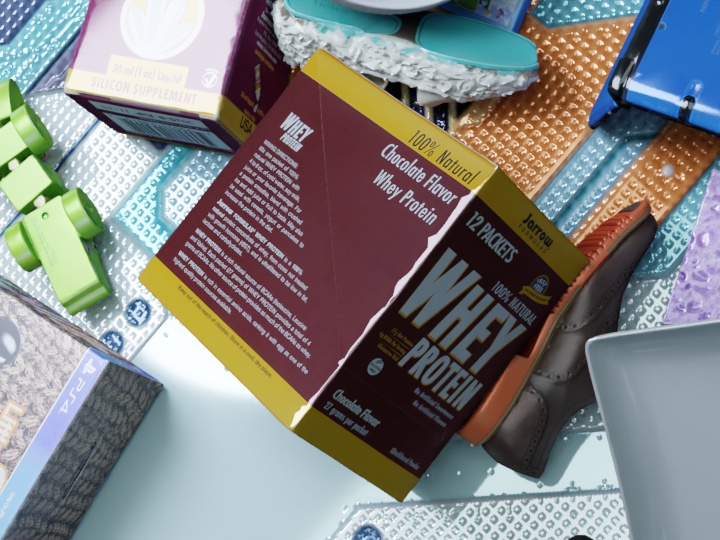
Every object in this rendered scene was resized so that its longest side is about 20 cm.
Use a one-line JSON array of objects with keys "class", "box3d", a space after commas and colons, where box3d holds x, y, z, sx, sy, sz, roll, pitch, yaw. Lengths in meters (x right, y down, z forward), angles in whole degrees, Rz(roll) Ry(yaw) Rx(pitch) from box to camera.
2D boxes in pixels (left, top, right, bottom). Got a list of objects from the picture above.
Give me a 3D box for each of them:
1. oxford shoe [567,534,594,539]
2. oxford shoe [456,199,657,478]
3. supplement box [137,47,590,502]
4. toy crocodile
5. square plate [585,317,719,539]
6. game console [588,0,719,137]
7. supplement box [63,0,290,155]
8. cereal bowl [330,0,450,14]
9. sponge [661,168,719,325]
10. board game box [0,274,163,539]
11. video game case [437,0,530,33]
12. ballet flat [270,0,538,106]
[{"class": "oxford shoe", "box3d": [0.158, 0.273, 1.030, 0.071, 0.071, 0.202, -37, 66, 35]}, {"class": "oxford shoe", "box3d": [0.146, 0.045, 1.090, 0.072, 0.071, 0.201, 36, 87, -5]}, {"class": "supplement box", "box3d": [0.000, 0.000, 1.067, 0.201, 0.133, 0.197, -52, 47, 0]}, {"class": "toy crocodile", "box3d": [-0.244, -0.058, 1.234, 0.067, 0.062, 0.201, -34, 74, 6]}, {"class": "square plate", "box3d": [0.255, 0.115, 1.006, 0.196, 0.028, 0.202, -11, 105, 17]}, {"class": "game console", "box3d": [0.244, -0.174, 1.062, 0.170, 0.118, 0.202, 24, 85, 30]}, {"class": "supplement box", "box3d": [-0.117, -0.198, 1.201, 0.129, 0.103, 0.202, 10, 79, 20]}, {"class": "cereal bowl", "box3d": [0.014, -0.276, 1.135, 0.197, 0.083, 0.203, -1, 94, -12]}, {"class": "sponge", "box3d": [0.304, 0.017, 1.056, 0.198, 0.030, 0.113, 20, 83, 20]}, {"class": "board game box", "box3d": [-0.275, 0.093, 1.180, 0.199, 0.097, 0.161, 30, 87, 22]}, {"class": "video game case", "box3d": [0.088, -0.288, 1.181, 0.142, 0.018, 0.202, 25, 97, 19]}, {"class": "ballet flat", "box3d": [0.031, -0.154, 1.164, 0.198, 0.072, 0.073, 17, 82, 9]}]
